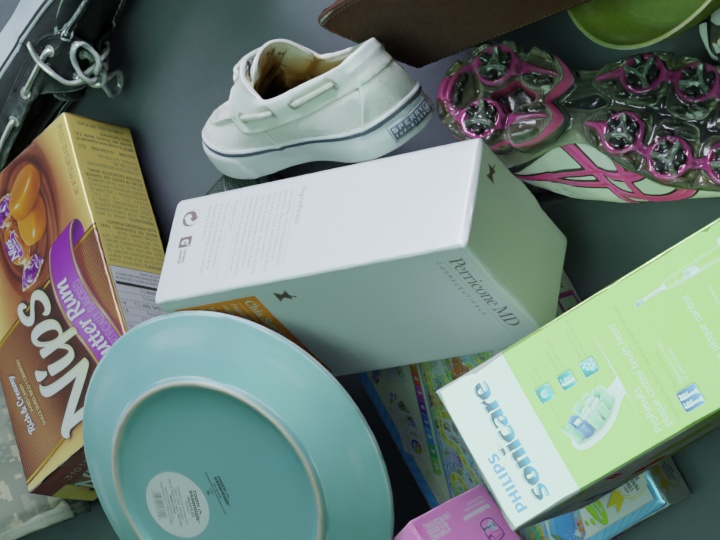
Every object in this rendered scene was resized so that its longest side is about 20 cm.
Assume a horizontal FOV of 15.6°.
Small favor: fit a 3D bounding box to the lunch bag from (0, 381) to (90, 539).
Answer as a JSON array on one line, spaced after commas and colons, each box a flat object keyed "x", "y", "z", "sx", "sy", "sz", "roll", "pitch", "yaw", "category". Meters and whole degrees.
[{"x": -0.279, "y": 0.109, "z": 1.652, "sx": 0.200, "sy": 0.118, "sz": 0.164, "roll": -24, "pitch": 84, "yaw": 24, "category": "lunch bag"}]

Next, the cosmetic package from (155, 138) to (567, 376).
[{"x": 0.000, "y": 0.000, "z": 1.432, "sx": 0.199, "sy": 0.101, "sz": 0.071, "roll": -11, "pitch": 52, "yaw": 31, "category": "cosmetic package"}]

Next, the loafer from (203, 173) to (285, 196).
[{"x": -0.086, "y": 0.027, "z": 1.570, "sx": 0.200, "sy": 0.063, "sz": 0.072, "roll": -62, "pitch": 36, "yaw": 17, "category": "loafer"}]

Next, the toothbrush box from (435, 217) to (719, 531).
[{"x": 0.158, "y": 0.045, "z": 1.348, "sx": 0.200, "sy": 0.146, "sz": 0.086, "roll": -31, "pitch": 80, "yaw": 15, "category": "toothbrush box"}]

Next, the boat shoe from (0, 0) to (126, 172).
[{"x": -0.179, "y": -0.130, "z": 1.584, "sx": 0.199, "sy": 0.074, "sz": 0.068, "roll": -46, "pitch": 74, "yaw": 23, "category": "boat shoe"}]

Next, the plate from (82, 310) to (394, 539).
[{"x": -0.074, "y": 0.118, "z": 1.449, "sx": 0.200, "sy": 0.026, "sz": 0.201, "roll": 13, "pitch": 119, "yaw": 24, "category": "plate"}]

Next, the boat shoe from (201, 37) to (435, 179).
[{"x": -0.038, "y": -0.099, "z": 1.470, "sx": 0.070, "sy": 0.071, "sz": 0.200, "roll": 57, "pitch": 155, "yaw": -19, "category": "boat shoe"}]

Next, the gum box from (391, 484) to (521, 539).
[{"x": 0.031, "y": 0.225, "z": 1.488, "sx": 0.114, "sy": 0.066, "sz": 0.200, "roll": 54, "pitch": 135, "yaw": 14, "category": "gum box"}]

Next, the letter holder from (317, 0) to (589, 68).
[{"x": 0.045, "y": -0.195, "z": 1.361, "sx": 0.200, "sy": 0.142, "sz": 0.101, "roll": -18, "pitch": 62, "yaw": 48, "category": "letter holder"}]

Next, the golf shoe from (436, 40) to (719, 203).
[{"x": 0.144, "y": -0.073, "z": 1.405, "sx": 0.199, "sy": 0.092, "sz": 0.073, "roll": 13, "pitch": 74, "yaw": 30, "category": "golf shoe"}]

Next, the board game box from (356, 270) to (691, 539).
[{"x": 0.080, "y": 0.073, "z": 1.484, "sx": 0.134, "sy": 0.034, "sz": 0.200, "roll": -34, "pitch": 79, "yaw": 29, "category": "board game box"}]

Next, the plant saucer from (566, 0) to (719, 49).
[{"x": 0.169, "y": -0.207, "z": 1.350, "sx": 0.200, "sy": 0.031, "sz": 0.201, "roll": -32, "pitch": 51, "yaw": 51, "category": "plant saucer"}]

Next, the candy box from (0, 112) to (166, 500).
[{"x": -0.168, "y": 0.022, "z": 1.567, "sx": 0.117, "sy": 0.056, "sz": 0.200, "roll": -39, "pitch": 55, "yaw": 34, "category": "candy box"}]

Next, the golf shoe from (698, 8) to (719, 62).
[{"x": 0.232, "y": -0.117, "z": 1.353, "sx": 0.094, "sy": 0.078, "sz": 0.200, "roll": -39, "pitch": 66, "yaw": 31, "category": "golf shoe"}]
